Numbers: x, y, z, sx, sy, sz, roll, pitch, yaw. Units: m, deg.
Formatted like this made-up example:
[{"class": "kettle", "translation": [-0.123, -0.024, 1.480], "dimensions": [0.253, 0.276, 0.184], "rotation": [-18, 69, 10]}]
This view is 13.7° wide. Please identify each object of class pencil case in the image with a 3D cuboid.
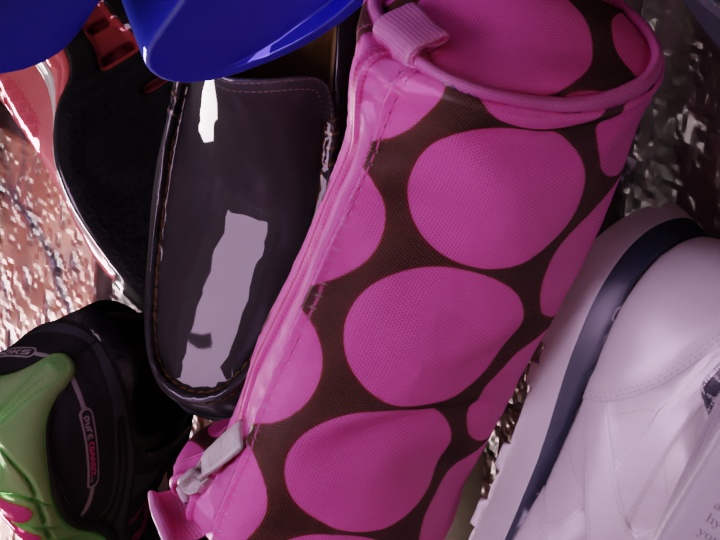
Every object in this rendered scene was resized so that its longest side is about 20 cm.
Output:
[{"class": "pencil case", "translation": [0.010, 0.004, 0.846], "dimensions": [0.091, 0.093, 0.200], "rotation": [-114, 37, -47]}]

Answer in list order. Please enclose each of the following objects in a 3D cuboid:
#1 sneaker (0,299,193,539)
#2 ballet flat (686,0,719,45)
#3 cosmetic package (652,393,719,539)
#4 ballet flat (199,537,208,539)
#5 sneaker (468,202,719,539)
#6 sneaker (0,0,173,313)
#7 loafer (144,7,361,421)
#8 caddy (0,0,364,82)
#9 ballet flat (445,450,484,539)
[{"class": "sneaker", "translation": [-0.083, 0.058, 1.026], "dimensions": [0.077, 0.084, 0.200], "rotation": [48, 178, 9]}, {"class": "ballet flat", "translation": [0.086, -0.118, 0.811], "dimensions": [0.200, 0.073, 0.073], "rotation": [51, 135, 24]}, {"class": "cosmetic package", "translation": [0.162, 0.008, 0.742], "dimensions": [0.101, 0.071, 0.200], "rotation": [29, 128, 3]}, {"class": "ballet flat", "translation": [0.001, 0.150, 0.999], "dimensions": [0.200, 0.073, 0.073], "rotation": [41, 130, 48]}, {"class": "sneaker", "translation": [0.083, 0.082, 0.890], "dimensions": [0.080, 0.076, 0.201], "rotation": [32, 126, 28]}, {"class": "sneaker", "translation": [-0.093, -0.069, 1.065], "dimensions": [0.201, 0.074, 0.087], "rotation": [61, 167, 8]}, {"class": "loafer", "translation": [-0.032, -0.054, 0.920], "dimensions": [0.073, 0.072, 0.201], "rotation": [11, 88, 20]}, {"class": "caddy", "translation": [-0.049, -0.133, 0.804], "dimensions": [0.200, 0.141, 0.105], "rotation": [-38, 59, 49]}, {"class": "ballet flat", "translation": [0.000, 0.000, 0.968], "dimensions": [0.069, 0.069, 0.201], "rotation": [-42, 69, 47]}]
